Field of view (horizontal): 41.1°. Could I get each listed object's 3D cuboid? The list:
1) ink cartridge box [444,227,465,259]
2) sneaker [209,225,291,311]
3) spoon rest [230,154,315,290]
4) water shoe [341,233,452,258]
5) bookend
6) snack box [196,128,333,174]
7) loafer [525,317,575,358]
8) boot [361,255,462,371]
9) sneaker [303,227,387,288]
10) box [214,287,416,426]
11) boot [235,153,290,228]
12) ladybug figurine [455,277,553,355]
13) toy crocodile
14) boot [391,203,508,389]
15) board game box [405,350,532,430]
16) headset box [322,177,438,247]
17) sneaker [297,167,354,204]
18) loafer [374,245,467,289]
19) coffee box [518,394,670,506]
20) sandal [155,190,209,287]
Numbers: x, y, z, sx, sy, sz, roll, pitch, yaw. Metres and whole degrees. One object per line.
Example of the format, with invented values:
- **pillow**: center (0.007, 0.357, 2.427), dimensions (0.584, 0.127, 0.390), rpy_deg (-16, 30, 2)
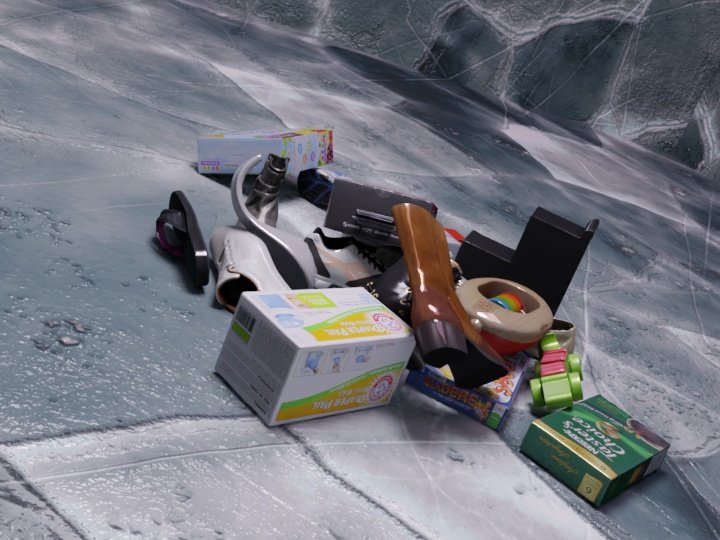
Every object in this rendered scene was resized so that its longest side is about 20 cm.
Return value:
- **ink cartridge box**: center (0.147, -0.067, 1.746), dimensions (0.198, 0.058, 0.163), rpy_deg (1, 29, -34)
- **sneaker**: center (-0.160, -0.001, 1.243), dimensions (0.084, 0.073, 0.200), rpy_deg (6, 28, -41)
- **spoon rest**: center (-0.121, -0.052, 1.299), dimensions (0.060, 0.202, 0.099), rpy_deg (-29, 9, -23)
- **water shoe**: center (0.068, -0.061, 1.580), dimensions (0.198, 0.080, 0.071), rpy_deg (13, -11, -22)
- **bookend**: center (0.244, -0.023, 1.526), dimensions (0.199, 0.200, 0.092), rpy_deg (25, 21, 12)
- **snack box**: center (-0.162, -0.209, 1.671), dimensions (0.167, 0.068, 0.200), rpy_deg (4, 12, 24)
- **loafer**: center (0.238, 0.079, 1.457), dimensions (0.198, 0.069, 0.076), rpy_deg (19, 21, -9)
- **boot**: center (0.069, 0.039, 1.243), dimensions (0.073, 0.150, 0.200), rpy_deg (56, -12, -27)
- **sneaker**: center (0.000, 0.000, 1.396), dimensions (0.198, 0.081, 0.074), rpy_deg (18, 20, -16)
- **box**: center (-0.046, 0.092, 1.095), dimensions (0.199, 0.102, 0.112), rpy_deg (-2, 32, -48)
- **boot**: center (-0.145, -0.097, 1.407), dimensions (0.067, 0.132, 0.200), rpy_deg (17, 22, -12)
- **ladybug figurine**: center (0.191, 0.068, 1.333), dimensions (0.135, 0.073, 0.199), rpy_deg (32, 22, 26)
- **toy crocodile**: center (0.266, 0.140, 1.309), dimensions (0.067, 0.062, 0.200), rpy_deg (-11, 11, 15)
- **boot**: center (0.105, 0.035, 1.174), dimensions (0.188, 0.068, 0.202), rpy_deg (25, 44, -45)
- **board game box**: center (0.150, 0.131, 1.292), dimensions (0.134, 0.035, 0.200), rpy_deg (26, 21, 10)
- **headset box**: center (0.033, -0.080, 1.421), dimensions (0.147, 0.078, 0.200), rpy_deg (14, 4, 6)
- **sneaker**: center (-0.017, -0.131, 1.691), dimensions (0.199, 0.076, 0.077), rpy_deg (35, 29, 26)
- **loafer**: center (0.105, 0.009, 1.471), dimensions (0.069, 0.071, 0.199), rpy_deg (-3, 25, -45)
- **coffee box**: center (0.300, 0.221, 1.212), dimensions (0.123, 0.044, 0.199), rpy_deg (36, 25, 32)
- **sandal**: center (-0.244, -0.048, 1.284), dimensions (0.047, 0.076, 0.201), rpy_deg (-6, 31, -19)
